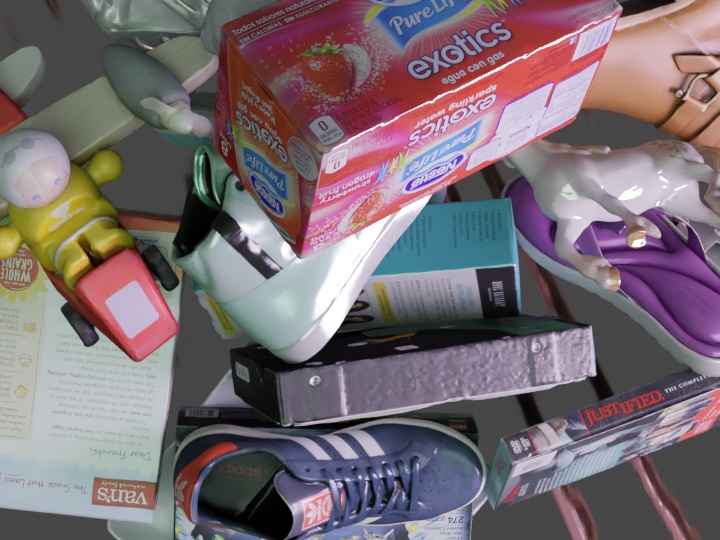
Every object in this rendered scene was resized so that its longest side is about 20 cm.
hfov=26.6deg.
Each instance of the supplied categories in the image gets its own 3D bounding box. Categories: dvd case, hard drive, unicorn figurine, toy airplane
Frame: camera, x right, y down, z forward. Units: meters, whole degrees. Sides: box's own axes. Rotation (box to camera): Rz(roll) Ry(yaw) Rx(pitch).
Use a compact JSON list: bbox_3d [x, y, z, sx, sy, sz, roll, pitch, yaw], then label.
[{"bbox_3d":[0.180,0.099,0.987,0.200,0.146,0.022,-21,71,-7],"label":"dvd case"},{"bbox_3d":[0.029,0.059,0.955,0.200,0.140,0.038,-8,96,-17],"label":"hard drive"},{"bbox_3d":[0.149,-0.053,0.916,0.200,0.137,0.074,6,124,-30],"label":"unicorn figurine"},{"bbox_3d":[-0.191,-0.058,0.887,0.199,0.141,0.200,9,78,-1],"label":"toy airplane"}]

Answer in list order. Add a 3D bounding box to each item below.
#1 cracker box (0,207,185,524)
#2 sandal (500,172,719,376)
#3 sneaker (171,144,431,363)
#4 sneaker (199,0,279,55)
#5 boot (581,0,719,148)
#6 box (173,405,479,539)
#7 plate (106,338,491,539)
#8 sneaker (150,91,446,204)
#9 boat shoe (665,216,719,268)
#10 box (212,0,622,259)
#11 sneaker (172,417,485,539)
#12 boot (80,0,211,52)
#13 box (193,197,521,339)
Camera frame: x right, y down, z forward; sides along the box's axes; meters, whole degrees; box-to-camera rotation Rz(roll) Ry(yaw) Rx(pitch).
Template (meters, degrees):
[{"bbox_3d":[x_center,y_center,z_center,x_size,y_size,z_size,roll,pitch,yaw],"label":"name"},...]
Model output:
[{"bbox_3d":[-0.188,0.056,0.992,0.134,0.058,0.200,8,94,-5],"label":"cracker box"},{"bbox_3d":[0.174,-0.015,0.956,0.082,0.203,0.050,-39,149,-21],"label":"sandal"},{"bbox_3d":[-0.027,-0.060,0.878,0.118,0.074,0.201,39,72,-29],"label":"sneaker"},{"bbox_3d":[-0.062,-0.193,0.876,0.075,0.200,0.115,-1,135,-19],"label":"sneaker"},{"bbox_3d":[0.183,-0.113,0.973,0.155,0.074,0.200,41,106,-19],"label":"boot"},{"bbox_3d":[-0.025,0.163,1.023,0.200,0.040,0.137,1,106,-3],"label":"box"},{"bbox_3d":[-0.040,0.156,1.057,0.200,0.032,0.200,37,101,-12],"label":"plate"},{"bbox_3d":[-0.041,-0.060,0.974,0.200,0.074,0.082,12,102,-5],"label":"sneaker"},{"bbox_3d":[0.243,0.008,1.016,0.200,0.057,0.067,27,103,-10],"label":"boat shoe"},{"bbox_3d":[0.028,-0.104,0.817,0.200,0.100,0.096,-28,66,-24],"label":"box"},{"bbox_3d":[-0.018,0.139,0.951,0.200,0.085,0.075,-2,104,-2],"label":"sneaker"},{"bbox_3d":[-0.101,-0.161,0.951,0.200,0.074,0.096,43,108,-7],"label":"boot"},{"bbox_3d":[0.000,0.000,0.967,0.200,0.082,0.049,-5,65,6],"label":"box"}]
